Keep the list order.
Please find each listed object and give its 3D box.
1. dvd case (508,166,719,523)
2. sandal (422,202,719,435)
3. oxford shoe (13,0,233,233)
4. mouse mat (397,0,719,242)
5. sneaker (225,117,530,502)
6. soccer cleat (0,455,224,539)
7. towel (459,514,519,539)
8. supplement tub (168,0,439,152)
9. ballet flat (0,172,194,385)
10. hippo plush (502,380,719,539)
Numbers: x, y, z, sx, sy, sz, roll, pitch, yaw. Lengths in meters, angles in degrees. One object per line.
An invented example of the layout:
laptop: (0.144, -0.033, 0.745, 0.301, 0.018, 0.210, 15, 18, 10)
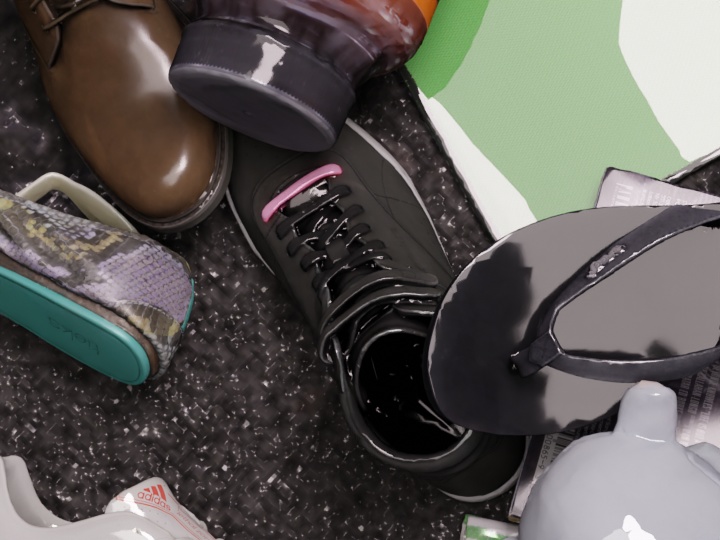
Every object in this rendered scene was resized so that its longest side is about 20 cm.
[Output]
dvd case: (0.173, 0.054, 0.842, 0.199, 0.016, 0.149, 15, 78, 7)
sandal: (0.116, 0.007, 0.764, 0.199, 0.043, 0.076, -16, 90, 5)
oxford shoe: (-0.114, -0.107, 0.862, 0.072, 0.084, 0.201, -29, 76, 11)
mouse mat: (0.110, -0.116, 0.885, 0.199, 0.008, 0.161, -29, 81, 1)
sneaker: (0.000, 0.000, 0.837, 0.071, 0.099, 0.200, -34, 79, 3)
soccer cleat: (-0.070, 0.129, 0.847, 0.199, 0.069, 0.086, 13, 89, 13)
towel: (0.088, 0.210, 0.840, 0.152, 0.023, 0.201, 12, 84, 7)
supplement tub: (-0.007, -0.151, 0.841, 0.106, 0.107, 0.201, 20, 78, 8)
ballet flat: (-0.157, -0.019, 0.883, 0.199, 0.072, 0.072, 24, 86, 9)
hippo plush: (0.113, 0.141, 0.741, 0.161, 0.200, 0.160, 41, 106, 32)
